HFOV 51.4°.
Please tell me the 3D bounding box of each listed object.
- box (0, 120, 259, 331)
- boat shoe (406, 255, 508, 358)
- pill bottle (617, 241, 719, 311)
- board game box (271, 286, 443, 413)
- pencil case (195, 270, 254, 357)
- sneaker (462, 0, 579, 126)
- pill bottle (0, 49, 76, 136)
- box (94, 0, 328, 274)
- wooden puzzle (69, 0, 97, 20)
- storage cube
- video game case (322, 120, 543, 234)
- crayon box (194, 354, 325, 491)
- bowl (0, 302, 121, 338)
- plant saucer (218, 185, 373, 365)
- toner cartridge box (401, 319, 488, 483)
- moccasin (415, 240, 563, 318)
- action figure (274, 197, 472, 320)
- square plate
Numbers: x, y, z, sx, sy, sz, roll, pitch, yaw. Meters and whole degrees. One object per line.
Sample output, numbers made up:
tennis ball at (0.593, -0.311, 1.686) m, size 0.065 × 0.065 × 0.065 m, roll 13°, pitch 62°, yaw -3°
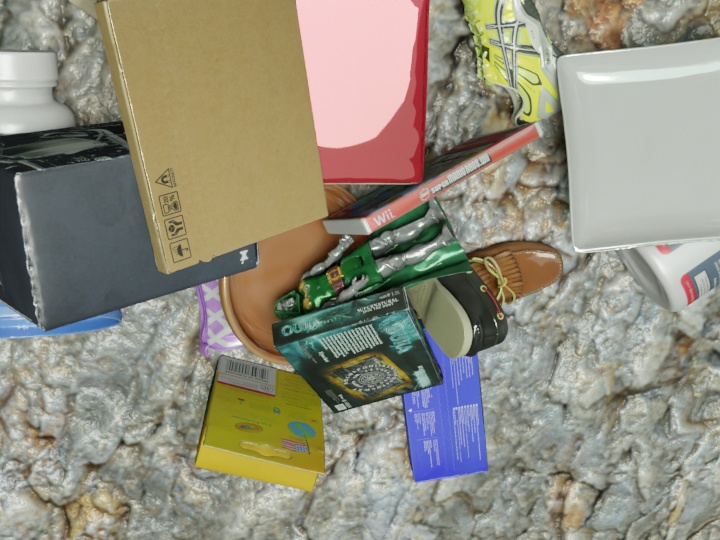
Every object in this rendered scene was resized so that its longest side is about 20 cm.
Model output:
box at (-0.227, -0.054, 0.647) m, size 0.199 × 0.196 × 0.125 m, roll -19°, pitch 117°, yaw -41°
boat shoe at (0.080, 0.006, 0.784) m, size 0.063 × 0.202 × 0.074 m, roll -9°, pitch 138°, yaw -28°
pill bottle at (0.390, -0.058, 0.818) m, size 0.199 × 0.120 × 0.120 m, roll -35°, pitch 107°, yaw 6°
board game box at (0.005, 0.090, 0.779) m, size 0.134 × 0.028 × 0.200 m, roll -16°, pitch 148°, yaw 7°
pencil case at (-0.151, -0.014, 0.805) m, size 0.085 × 0.084 × 0.201 m, roll -23°, pitch 111°, yaw -36°
sneaker at (0.147, -0.236, 0.771) m, size 0.076 × 0.075 × 0.200 m, roll -39°, pitch 105°, yaw 5°
pill bottle at (-0.342, -0.113, 0.740) m, size 0.119 × 0.120 × 0.201 m, roll 0°, pitch 107°, yaw -5°
box at (-0.105, -0.117, 0.590) m, size 0.163 × 0.021 × 0.201 m, roll -23°, pitch 114°, yaw -36°
wooden puzzle at (-0.197, -0.306, 0.674) m, size 0.200 × 0.046 × 0.186 m, roll 35°, pitch 106°, yaw 32°
storage cube at (-0.036, -0.187, 0.719) m, size 0.198 × 0.171 × 0.181 m, roll -2°, pitch 109°, yaw -5°
video game case at (0.066, -0.090, 0.746) m, size 0.199 × 0.143 × 0.018 m, roll -30°, pitch 101°, yaw -14°
crayon box at (-0.107, 0.168, 0.806) m, size 0.126 × 0.200 × 0.051 m, roll 16°, pitch 105°, yaw -9°
bowl at (-0.345, 0.040, 0.753) m, size 0.199 × 0.201 × 0.040 m, roll -5°, pitch 81°, yaw -4°
plant saucer at (-0.068, 0.000, 0.801) m, size 0.199 × 0.037 × 0.202 m, roll -11°, pitch 107°, yaw -38°
toner cartridge box at (0.097, 0.153, 0.903) m, size 0.094 × 0.043 × 0.201 m, roll -8°, pitch 108°, yaw -3°
moccasin at (0.132, 0.012, 0.844) m, size 0.200 × 0.078 × 0.074 m, roll -6°, pitch 108°, yaw -3°
action figure at (0.000, 0.000, 0.746) m, size 0.199 × 0.119 × 0.055 m, roll -30°, pitch 137°, yaw 11°
square plate at (0.303, -0.125, 0.748) m, size 0.197 × 0.028 × 0.202 m, roll -5°, pitch 88°, yaw 7°
